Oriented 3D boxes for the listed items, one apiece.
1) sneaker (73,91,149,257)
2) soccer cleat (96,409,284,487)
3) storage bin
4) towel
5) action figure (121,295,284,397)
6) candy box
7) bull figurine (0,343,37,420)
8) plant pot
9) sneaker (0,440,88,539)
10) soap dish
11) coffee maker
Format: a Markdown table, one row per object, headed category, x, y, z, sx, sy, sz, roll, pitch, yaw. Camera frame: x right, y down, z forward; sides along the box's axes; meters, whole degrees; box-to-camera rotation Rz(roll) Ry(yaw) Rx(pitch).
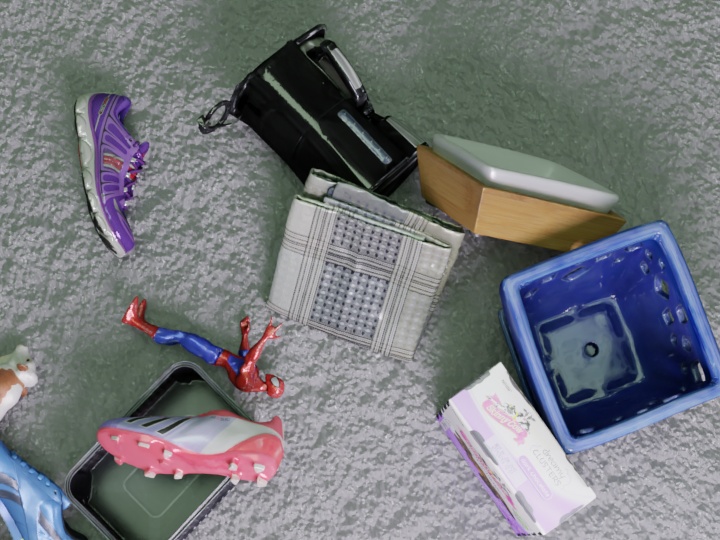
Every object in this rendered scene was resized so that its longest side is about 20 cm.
| category | x | y | z | sx | sy | sz | roll | pitch | yaw |
| --- | --- | --- | --- | --- | --- | --- | --- | --- | --- |
| sneaker | -0.284 | -0.117 | 1.529 | 0.083 | 0.081 | 0.202 | -8 | 78 | -8 |
| soccer cleat | -0.178 | 0.178 | 1.392 | 0.198 | 0.067 | 0.077 | 8 | 47 | 6 |
| storage bin | -0.213 | 0.215 | 1.455 | 0.135 | 0.094 | 0.200 | 43 | 80 | 7 |
| towel | 0.000 | 0.000 | 1.470 | 0.191 | 0.035 | 0.201 | 22 | 123 | 3 |
| action figure | -0.162 | 0.070 | 1.497 | 0.199 | 0.065 | 0.100 | 31 | 89 | 5 |
| candy box | 0.161 | 0.197 | 1.410 | 0.071 | 0.200 | 0.168 | -34 | 81 | -7 |
| bull figurine | -0.453 | 0.159 | 1.477 | 0.121 | 0.065 | 0.201 | 26 | 78 | 8 |
| plant pot | 0.265 | 0.084 | 1.445 | 0.198 | 0.180 | 0.202 | -19 | 79 | -5 |
| sneaker | -0.369 | 0.236 | 1.440 | 0.078 | 0.066 | 0.201 | -28 | 104 | -7 |
| soap dish | 0.174 | -0.082 | 1.463 | 0.198 | 0.157 | 0.082 | 11 | 106 | -29 |
| coffee maker | -0.050 | -0.148 | 1.514 | 0.192 | 0.135 | 0.200 | -41 | 83 | -4 |
